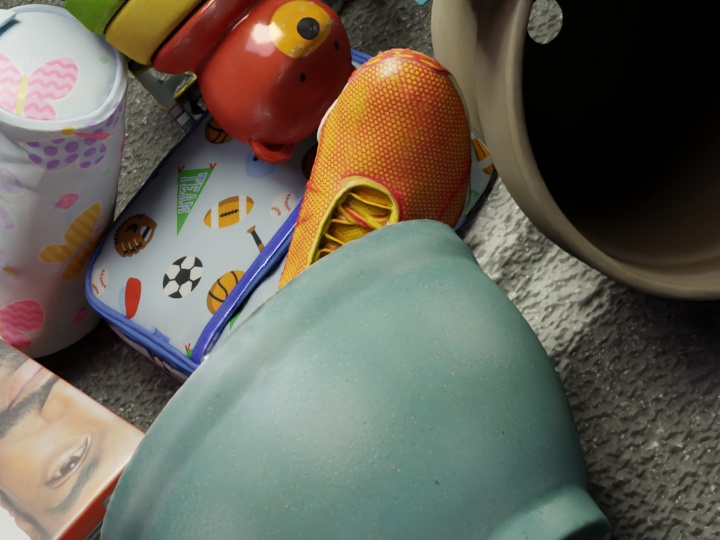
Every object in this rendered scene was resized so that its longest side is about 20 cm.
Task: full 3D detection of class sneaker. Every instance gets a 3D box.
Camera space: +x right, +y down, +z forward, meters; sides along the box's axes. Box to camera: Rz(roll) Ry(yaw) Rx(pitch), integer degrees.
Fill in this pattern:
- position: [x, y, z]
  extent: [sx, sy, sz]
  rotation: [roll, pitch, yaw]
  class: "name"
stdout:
- position: [0.000, 0.000, 0.884]
  extent: [0.073, 0.201, 0.077]
  rotation: [17, 29, 1]
  class: "sneaker"

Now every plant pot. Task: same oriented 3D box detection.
- position: [0.116, -0.102, 0.910]
  extent: [0.200, 0.200, 0.173]
  rotation: [-49, 26, -7]
  class: "plant pot"
- position: [0.014, 0.100, 0.822]
  extent: [0.200, 0.200, 0.134]
  rotation: [-45, 69, -3]
  class: "plant pot"

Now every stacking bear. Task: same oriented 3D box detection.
- position: [-0.083, -0.144, 0.979]
  extent: [0.121, 0.200, 0.114]
  rotation: [-44, 3, -37]
  class: "stacking bear"

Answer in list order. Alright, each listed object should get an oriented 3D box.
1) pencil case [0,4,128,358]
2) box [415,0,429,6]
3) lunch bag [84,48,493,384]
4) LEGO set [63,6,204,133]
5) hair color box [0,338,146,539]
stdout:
- position: [-0.168, -0.043, 1.060]
  extent: [0.083, 0.201, 0.091]
  rotation: [-29, 64, -30]
  class: "pencil case"
- position: [0.047, -0.173, 0.865]
  extent: [0.082, 0.049, 0.200]
  rotation: [-42, 9, 18]
  class: "box"
- position: [-0.033, -0.026, 1.032]
  extent: [0.160, 0.076, 0.200]
  rotation: [28, 77, 45]
  class: "lunch bag"
- position: [-0.062, -0.146, 1.107]
  extent: [0.200, 0.116, 0.154]
  rotation: [-44, 5, -10]
  class: "LEGO set"
- position: [-0.182, 0.099, 0.998]
  extent: [0.199, 0.064, 0.111]
  rotation: [26, 66, 41]
  class: "hair color box"
